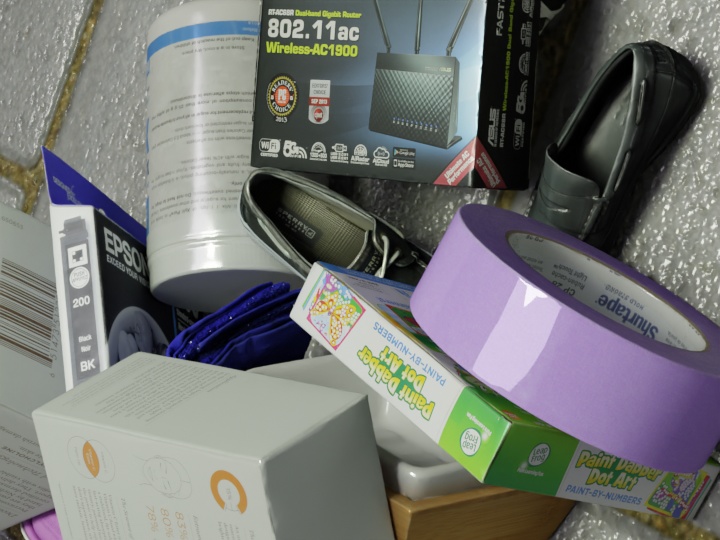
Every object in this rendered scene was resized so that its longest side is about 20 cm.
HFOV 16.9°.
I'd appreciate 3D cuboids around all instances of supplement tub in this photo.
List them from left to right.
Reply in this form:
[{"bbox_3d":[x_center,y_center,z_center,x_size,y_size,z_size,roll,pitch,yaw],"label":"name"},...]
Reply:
[{"bbox_3d":[-0.087,-0.081,1.718,0.132,0.132,0.201,-15,69,41],"label":"supplement tub"}]

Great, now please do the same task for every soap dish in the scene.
[{"bbox_3d":[0.024,0.121,1.551,0.200,0.157,0.082,25,114,45],"label":"soap dish"}]

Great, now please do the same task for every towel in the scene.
[{"bbox_3d":[-0.107,0.104,1.646,0.050,0.147,0.201,39,130,22],"label":"towel"}]

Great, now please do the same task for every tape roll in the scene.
[{"bbox_3d":[0.131,0.038,1.426,0.200,0.200,0.066,40,107,42],"label":"tape roll"}]

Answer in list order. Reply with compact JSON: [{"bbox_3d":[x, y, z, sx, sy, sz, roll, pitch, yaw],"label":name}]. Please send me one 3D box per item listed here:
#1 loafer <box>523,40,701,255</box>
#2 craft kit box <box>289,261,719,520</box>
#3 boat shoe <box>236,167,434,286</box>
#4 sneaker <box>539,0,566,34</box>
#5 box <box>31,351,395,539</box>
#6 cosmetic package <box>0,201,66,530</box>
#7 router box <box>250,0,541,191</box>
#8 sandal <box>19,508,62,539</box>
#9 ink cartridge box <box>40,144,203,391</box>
[{"bbox_3d":[0.139,-0.058,1.534,0.068,0.070,0.201,45,112,41],"label":"loafer"},{"bbox_3d":[0.087,0.073,1.462,0.197,0.200,0.049,35,105,44],"label":"craft kit box"},{"bbox_3d":[0.000,0.000,1.594,0.199,0.071,0.072,30,84,8],"label":"boat shoe"},{"bbox_3d":[0.104,-0.178,1.601,0.072,0.072,0.201,31,106,34],"label":"sneaker"},{"bbox_3d":[-0.088,0.135,1.468,0.199,0.097,0.125,9,118,41],"label":"box"},{"bbox_3d":[-0.282,0.079,1.825,0.200,0.166,0.168,-25,51,38],"label":"cosmetic package"},{"bbox_3d":[0.022,-0.134,1.578,0.199,0.062,0.151,7,94,40],"label":"router box"},{"bbox_3d":[-0.206,0.224,1.816,0.202,0.050,0.083,32,102,44],"label":"sandal"},{"bbox_3d":[-0.162,0.029,1.723,0.043,0.198,0.201,-14,70,14],"label":"ink cartridge box"}]
